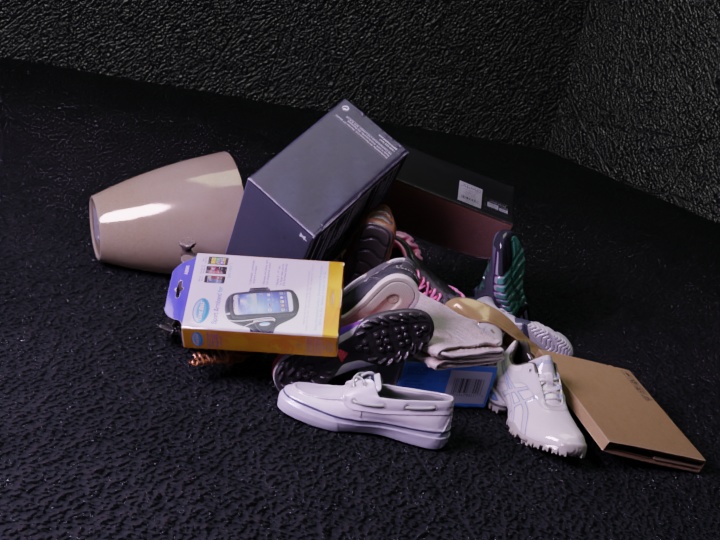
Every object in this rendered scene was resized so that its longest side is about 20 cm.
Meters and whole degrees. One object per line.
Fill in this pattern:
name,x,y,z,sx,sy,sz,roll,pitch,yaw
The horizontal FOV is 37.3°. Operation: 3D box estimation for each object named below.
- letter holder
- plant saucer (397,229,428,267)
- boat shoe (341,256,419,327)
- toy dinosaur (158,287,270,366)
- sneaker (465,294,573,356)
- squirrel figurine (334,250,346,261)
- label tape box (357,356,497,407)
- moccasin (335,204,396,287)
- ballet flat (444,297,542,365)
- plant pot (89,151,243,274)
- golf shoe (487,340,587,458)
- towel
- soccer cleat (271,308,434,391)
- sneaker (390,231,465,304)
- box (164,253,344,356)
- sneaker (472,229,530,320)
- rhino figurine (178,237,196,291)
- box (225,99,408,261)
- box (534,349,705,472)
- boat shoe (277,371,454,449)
letter holder,0.118,-0.085,1.663,0.200,0.142,0.101,20,40,-8
plant saucer,0.055,0.007,1.646,0.200,0.036,0.200,44,25,-27
boat shoe,-0.009,0.054,1.317,0.072,0.200,0.068,41,26,-28
toy dinosaur,-0.163,0.066,1.302,0.136,0.102,0.200,31,0,3
sneaker,0.212,0.085,1.583,0.199,0.080,0.130,5,24,3
squirrel figurine,-0.099,-0.030,1.669,0.186,0.142,0.200,12,-2,33
label tape box,0.062,0.107,1.400,0.144,0.063,0.200,6,18,-30
moccasin,-0.002,0.000,1.464,0.074,0.202,0.078,15,32,1
ballet flat,0.196,0.106,1.442,0.200,0.069,0.063,33,27,-13
plant pot,-0.284,-0.072,1.546,0.200,0.188,0.187,-7,22,-20
golf shoe,0.218,0.155,1.318,0.078,0.097,0.200,9,18,-27
towel,0.078,0.069,1.362,0.132,0.035,0.200,-2,23,-44
soccer cleat,-0.011,0.087,1.270,0.200,0.068,0.073,-22,19,-3
sneaker,0.077,0.020,1.497,0.200,0.079,0.095,48,7,20
box,-0.121,0.038,1.233,0.200,0.042,0.119,3,46,2
sneaker,0.203,0.020,1.641,0.087,0.200,0.074,16,43,33
rhino figurine,-0.164,0.029,1.438,0.200,0.088,0.060,21,44,19
box,-0.063,-0.090,1.434,0.123,0.200,0.198,40,58,8
box,0.331,0.178,1.380,0.163,0.021,0.200,14,25,-26
boat shoe,0.009,0.145,1.211,0.200,0.067,0.074,12,15,-8
